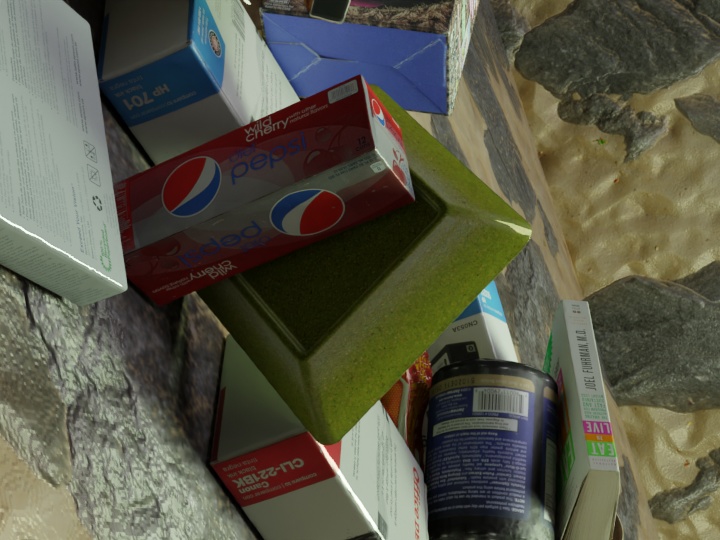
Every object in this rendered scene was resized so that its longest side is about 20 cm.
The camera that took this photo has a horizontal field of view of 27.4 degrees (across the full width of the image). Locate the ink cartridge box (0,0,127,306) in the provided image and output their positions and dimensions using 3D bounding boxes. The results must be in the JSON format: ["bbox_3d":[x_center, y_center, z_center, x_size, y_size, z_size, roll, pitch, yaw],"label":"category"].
[{"bbox_3d":[-0.210,-0.101,0.842,0.200,0.040,0.202,43,31,-60],"label":"ink cartridge box"}]

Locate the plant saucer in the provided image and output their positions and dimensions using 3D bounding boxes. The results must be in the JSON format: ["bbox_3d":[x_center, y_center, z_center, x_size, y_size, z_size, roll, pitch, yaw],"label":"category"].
[{"bbox_3d":[-0.017,-0.019,1.004,0.200,0.200,0.048,46,3,38],"label":"plant saucer"}]

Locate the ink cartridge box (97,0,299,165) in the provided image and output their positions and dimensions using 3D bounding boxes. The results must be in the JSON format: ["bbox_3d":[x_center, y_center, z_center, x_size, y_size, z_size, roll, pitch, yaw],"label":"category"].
[{"bbox_3d":[-0.113,-0.131,1.136,0.148,0.085,0.201,-94,160,-46],"label":"ink cartridge box"}]

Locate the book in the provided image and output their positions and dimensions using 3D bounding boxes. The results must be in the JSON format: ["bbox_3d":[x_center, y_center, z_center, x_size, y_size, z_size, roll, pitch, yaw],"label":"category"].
[{"bbox_3d":[0.184,0.141,1.261,0.201,0.047,0.135,-90,-174,-51],"label":"book"}]

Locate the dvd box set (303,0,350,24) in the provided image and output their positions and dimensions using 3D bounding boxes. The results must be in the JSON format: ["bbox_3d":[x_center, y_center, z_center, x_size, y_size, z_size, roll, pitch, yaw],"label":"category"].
[{"bbox_3d":[-0.021,-0.291,1.097,0.201,0.029,0.148,-108,-148,-56],"label":"dvd box set"}]

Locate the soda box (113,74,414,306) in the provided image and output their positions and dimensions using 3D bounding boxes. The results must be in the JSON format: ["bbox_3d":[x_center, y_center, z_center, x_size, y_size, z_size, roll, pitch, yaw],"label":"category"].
[{"bbox_3d":[-0.068,-0.050,0.972,0.070,0.198,0.064,47,27,-53],"label":"soda box"}]

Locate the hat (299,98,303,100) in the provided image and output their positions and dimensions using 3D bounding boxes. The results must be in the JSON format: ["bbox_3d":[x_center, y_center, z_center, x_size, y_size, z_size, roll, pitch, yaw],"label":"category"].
[{"bbox_3d":[-0.048,-0.137,1.349,0.200,0.198,0.082,-18,128,-75],"label":"hat"}]

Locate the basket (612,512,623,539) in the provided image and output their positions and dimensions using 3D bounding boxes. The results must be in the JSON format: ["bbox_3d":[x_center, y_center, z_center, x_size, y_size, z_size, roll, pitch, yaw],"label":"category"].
[{"bbox_3d":[0.167,0.301,1.336,0.181,0.134,0.202,-93,-173,-55],"label":"basket"}]

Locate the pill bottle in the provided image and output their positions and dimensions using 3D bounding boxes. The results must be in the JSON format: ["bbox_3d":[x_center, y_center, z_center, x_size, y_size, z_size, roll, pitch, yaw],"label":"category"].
[{"bbox_3d":[0.106,0.184,1.217,0.112,0.110,0.203,46,44,-56],"label":"pill bottle"}]

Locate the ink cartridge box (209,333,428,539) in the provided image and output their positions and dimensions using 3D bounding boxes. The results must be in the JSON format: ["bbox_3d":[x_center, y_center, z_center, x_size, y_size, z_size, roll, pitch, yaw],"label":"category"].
[{"bbox_3d":[-0.025,0.149,1.101,0.201,0.083,0.145,59,19,-32],"label":"ink cartridge box"}]

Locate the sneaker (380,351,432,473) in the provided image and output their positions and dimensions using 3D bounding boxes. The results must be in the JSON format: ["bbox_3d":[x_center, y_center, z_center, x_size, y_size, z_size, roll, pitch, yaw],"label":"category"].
[{"bbox_3d":[0.019,0.124,1.260,0.073,0.076,0.203,51,41,-53],"label":"sneaker"}]

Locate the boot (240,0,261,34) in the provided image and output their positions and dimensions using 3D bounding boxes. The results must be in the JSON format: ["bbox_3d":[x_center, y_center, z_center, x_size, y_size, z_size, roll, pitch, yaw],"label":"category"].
[{"bbox_3d":[-0.047,-0.265,1.383,0.200,0.164,0.073,43,33,-60],"label":"boot"}]

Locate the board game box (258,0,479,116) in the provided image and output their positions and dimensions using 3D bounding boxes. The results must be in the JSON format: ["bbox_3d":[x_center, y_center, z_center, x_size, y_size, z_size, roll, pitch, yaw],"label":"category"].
[{"bbox_3d":[0.018,-0.243,1.246,0.097,0.157,0.202,85,16,-53],"label":"board game box"}]

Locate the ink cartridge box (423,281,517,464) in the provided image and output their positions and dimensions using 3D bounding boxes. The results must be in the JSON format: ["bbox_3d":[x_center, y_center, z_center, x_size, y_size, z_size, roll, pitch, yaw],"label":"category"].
[{"bbox_3d":[0.077,0.120,1.379,0.084,0.143,0.203,27,45,-67],"label":"ink cartridge box"}]
